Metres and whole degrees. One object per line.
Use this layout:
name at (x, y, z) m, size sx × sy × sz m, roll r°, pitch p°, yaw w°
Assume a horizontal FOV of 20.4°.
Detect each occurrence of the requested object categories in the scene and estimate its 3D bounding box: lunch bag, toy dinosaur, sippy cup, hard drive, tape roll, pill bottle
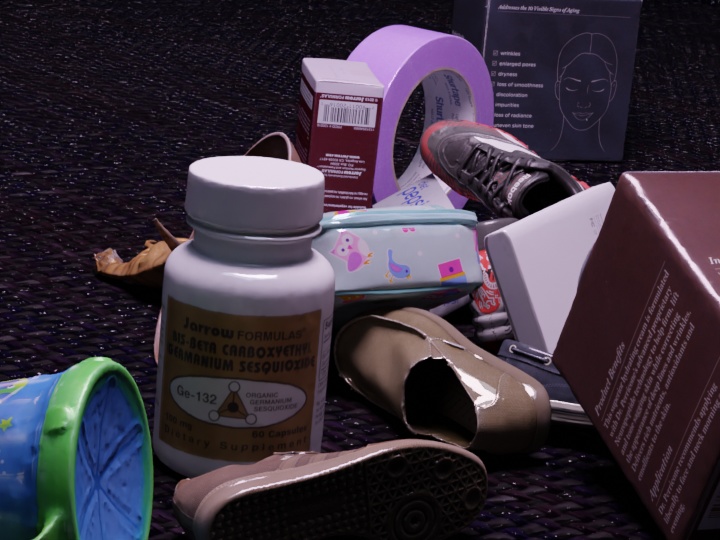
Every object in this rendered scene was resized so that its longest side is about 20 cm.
lunch bag at (0.000, 0.000, 1.565) m, size 0.160 × 0.077 × 0.200 m, roll -6°, pitch -7°, yaw -24°
toy dinosaur at (-0.160, -0.005, 1.672) m, size 0.106 × 0.060 × 0.200 m, roll -6°, pitch -5°, yaw -30°
sippy cup at (-0.199, 0.119, 1.122) m, size 0.130 × 0.140 × 0.178 m, roll -2°, pitch -11°, yaw 12°
hard drive at (0.173, 0.012, 1.599) m, size 0.026 × 0.132 × 0.200 m, roll -17°, pitch 4°, yaw 34°
tape roll at (0.048, -0.136, 1.955) m, size 0.066 × 0.200 × 0.200 m, roll 16°, pitch 19°, yaw 35°
pill bottle at (-0.075, 0.031, 1.319) m, size 0.114 × 0.200 × 0.114 m, roll 5°, pitch 15°, yaw -1°

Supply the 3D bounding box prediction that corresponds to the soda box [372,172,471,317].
soda box at (0.063, -0.023, 1.770) m, size 0.068 × 0.063 × 0.200 m, roll -28°, pitch 18°, yaw 3°

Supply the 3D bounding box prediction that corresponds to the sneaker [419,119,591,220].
sneaker at (0.134, -0.081, 1.788) m, size 0.200 × 0.071 × 0.098 m, roll 33°, pitch 5°, yaw 19°

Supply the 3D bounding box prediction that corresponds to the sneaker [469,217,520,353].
sneaker at (0.140, 0.015, 1.646) m, size 0.067 × 0.108 × 0.201 m, roll -11°, pitch -5°, yaw 27°

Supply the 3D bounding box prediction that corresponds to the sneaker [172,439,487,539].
sneaker at (-0.019, 0.131, 1.227) m, size 0.200 × 0.071 × 0.076 m, roll -3°, pitch 17°, yaw -29°

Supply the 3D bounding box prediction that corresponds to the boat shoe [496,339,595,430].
boat shoe at (0.188, 0.086, 1.442) m, size 0.200 × 0.062 × 0.075 m, roll 7°, pitch -10°, yaw 10°

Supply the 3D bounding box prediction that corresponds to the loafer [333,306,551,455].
loafer at (0.047, 0.076, 1.432) m, size 0.067 × 0.076 × 0.200 m, roll -2°, pitch 16°, yaw -46°

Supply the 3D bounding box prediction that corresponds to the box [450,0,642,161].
box at (0.214, -0.239, 2.384) m, size 0.200 × 0.197 × 0.124 m, roll 1°, pitch 16°, yaw -18°

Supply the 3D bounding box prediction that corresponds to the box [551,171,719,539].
box at (0.255, 0.056, 1.302) m, size 0.164 × 0.166 × 0.200 m, roll -2°, pitch 40°, yaw -24°

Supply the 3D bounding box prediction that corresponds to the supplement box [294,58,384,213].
supplement box at (-0.025, -0.072, 1.701) m, size 0.061 × 0.200 × 0.109 m, roll 4°, pitch 16°, yaw -9°

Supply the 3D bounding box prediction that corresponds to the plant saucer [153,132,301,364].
plant saucer at (-0.093, -0.009, 1.513) m, size 0.034 × 0.200 × 0.200 m, roll 29°, pitch 9°, yaw -19°
